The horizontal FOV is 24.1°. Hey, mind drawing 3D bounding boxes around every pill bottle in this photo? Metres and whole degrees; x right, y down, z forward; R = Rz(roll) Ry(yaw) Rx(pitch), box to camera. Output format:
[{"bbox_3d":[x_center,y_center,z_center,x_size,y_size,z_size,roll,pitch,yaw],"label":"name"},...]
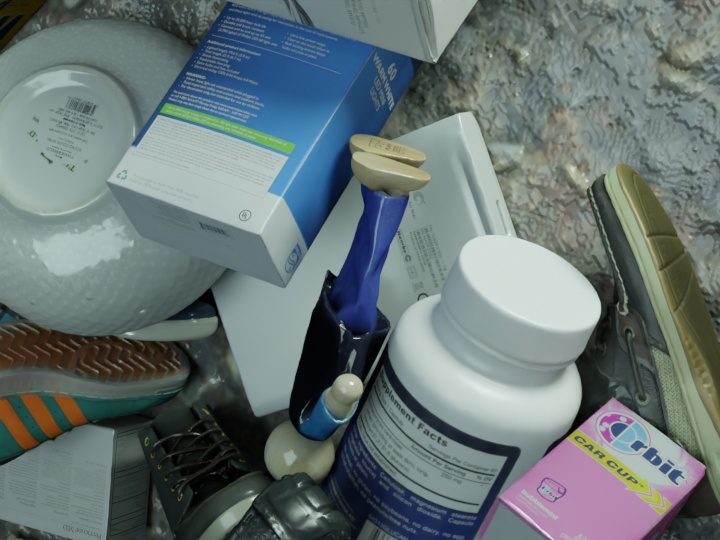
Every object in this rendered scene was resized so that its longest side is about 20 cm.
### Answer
[{"bbox_3d":[0.055,0.083,0.939,0.111,0.111,0.200,37,123,19],"label":"pill bottle"}]

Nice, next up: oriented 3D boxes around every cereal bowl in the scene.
[{"bbox_3d":[-0.168,-0.065,1.023,0.200,0.083,0.200,-4,74,13],"label":"cereal bowl"}]

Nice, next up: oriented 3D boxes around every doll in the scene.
[{"bbox_3d":[-0.009,0.029,0.924,0.048,0.136,0.200,14,107,-5],"label":"doll"}]

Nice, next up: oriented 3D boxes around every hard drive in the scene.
[{"bbox_3d":[0.000,0.000,1.022,0.200,0.026,0.132,-20,88,30],"label":"hard drive"}]

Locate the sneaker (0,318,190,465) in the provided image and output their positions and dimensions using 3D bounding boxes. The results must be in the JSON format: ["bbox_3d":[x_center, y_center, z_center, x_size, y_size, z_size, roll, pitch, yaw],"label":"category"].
[{"bbox_3d":[-0.210,0.079,1.075,0.071,0.200,0.080,-117,35,-43],"label":"sneaker"}]

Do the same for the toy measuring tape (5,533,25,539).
[{"bbox_3d":[-0.171,0.223,1.137,0.200,0.074,0.074,6,101,45],"label":"toy measuring tape"}]

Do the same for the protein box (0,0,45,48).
[{"bbox_3d":[-0.306,-0.239,1.092,0.200,0.135,0.199,-40,78,27],"label":"protein box"}]

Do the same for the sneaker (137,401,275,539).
[{"bbox_3d":[-0.096,0.126,1.013,0.075,0.200,0.106,-24,80,-15],"label":"sneaker"}]

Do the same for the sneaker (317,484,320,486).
[{"bbox_3d":[-0.003,0.217,1.032,0.092,0.076,0.200,-32,81,33],"label":"sneaker"}]

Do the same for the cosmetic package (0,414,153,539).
[{"bbox_3d":[-0.237,0.125,1.157,0.200,0.051,0.083,10,98,27],"label":"cosmetic package"}]

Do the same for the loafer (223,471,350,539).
[{"bbox_3d":[-0.044,0.180,0.930,0.068,0.070,0.201,48,159,28],"label":"loafer"}]

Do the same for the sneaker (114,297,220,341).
[{"bbox_3d":[-0.174,-0.017,1.089,0.200,0.075,0.085,20,102,21],"label":"sneaker"}]

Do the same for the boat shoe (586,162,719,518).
[{"bbox_3d":[0.157,0.043,0.915,0.065,0.073,0.200,-21,87,24],"label":"boat shoe"}]

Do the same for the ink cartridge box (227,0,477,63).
[{"bbox_3d":[-0.015,-0.213,0.927,0.200,0.085,0.146,20,62,26],"label":"ink cartridge box"}]

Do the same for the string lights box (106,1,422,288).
[{"bbox_3d":[-0.042,-0.098,0.946,0.103,0.059,0.200,20,65,25],"label":"string lights box"}]

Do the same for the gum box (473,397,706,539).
[{"bbox_3d":[0.096,0.177,0.916,0.066,0.113,0.200,38,132,18],"label":"gum box"}]

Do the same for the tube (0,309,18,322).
[{"bbox_3d":[-0.279,0.112,1.125,0.077,0.050,0.200,28,104,3],"label":"tube"}]
